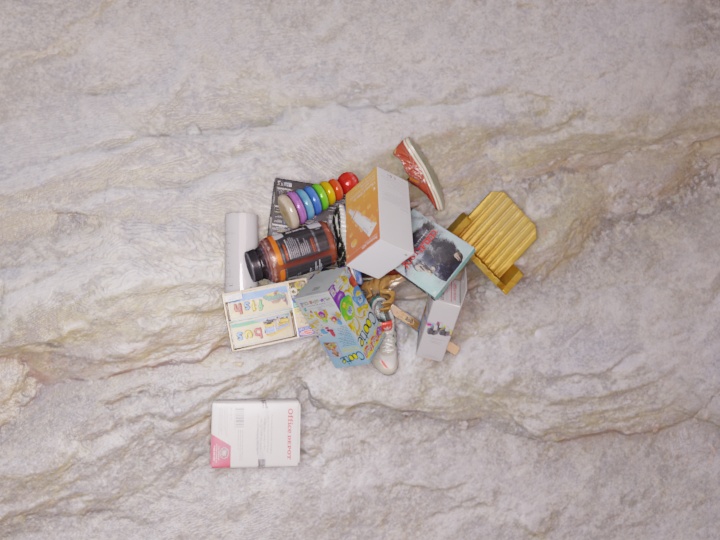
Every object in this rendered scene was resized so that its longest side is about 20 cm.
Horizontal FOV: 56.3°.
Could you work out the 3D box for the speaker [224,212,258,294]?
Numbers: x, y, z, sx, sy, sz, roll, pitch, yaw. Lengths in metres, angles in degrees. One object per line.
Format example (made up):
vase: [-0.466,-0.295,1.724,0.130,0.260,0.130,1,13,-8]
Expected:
speaker: [-0.276,-0.032,1.564,0.080,0.081,0.203,0,85,-11]

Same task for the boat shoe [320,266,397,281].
boat shoe: [0.000,0.000,1.623,0.197,0.071,0.063,1,75,-8]

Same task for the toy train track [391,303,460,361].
toy train track: [0.155,0.146,1.665,0.199,0.033,0.115,33,87,-1]

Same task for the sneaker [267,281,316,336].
sneaker: [-0.131,0.083,1.577,0.199,0.075,0.089,32,99,-6]

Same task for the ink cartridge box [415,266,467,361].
ink cartridge box: [0.186,0.093,1.550,0.067,0.116,0.202,14,119,-1]

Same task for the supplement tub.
supplement tub: [-0.158,-0.037,1.522,0.198,0.107,0.108,-18,89,-19]

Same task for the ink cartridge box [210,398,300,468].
ink cartridge box: [-0.240,0.369,1.536,0.197,0.083,0.149,2,85,-11]

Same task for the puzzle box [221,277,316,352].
puzzle box: [-0.205,0.100,1.517,0.198,0.025,0.135,-12,89,-15]

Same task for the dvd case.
dvd case: [0.140,-0.042,1.523,0.199,0.022,0.146,37,83,33]

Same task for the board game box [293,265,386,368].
board game box: [-0.043,0.107,1.525,0.201,0.104,0.103,62,39,-22]

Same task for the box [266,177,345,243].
box: [-0.119,-0.127,1.622,0.197,0.044,0.162,7,84,-11]

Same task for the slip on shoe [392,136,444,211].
slip on shoe: [0.149,-0.234,1.681,0.061,0.074,0.201,-30,99,22]

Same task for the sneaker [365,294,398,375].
sneaker: [0.052,0.152,1.608,0.069,0.093,0.203,-9,87,-12]

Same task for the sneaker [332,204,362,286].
sneaker: [-0.008,-0.059,1.569,0.088,0.079,0.203,0,73,-18]

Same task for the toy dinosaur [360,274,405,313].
toy dinosaur: [0.061,0.033,1.544,0.198,0.060,0.107,-18,63,17]

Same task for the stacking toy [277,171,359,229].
stacking toy: [-0.090,-0.173,1.572,0.198,0.085,0.086,-27,91,-16]

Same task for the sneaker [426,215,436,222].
sneaker: [0.084,-0.127,1.649,0.198,0.074,0.117,-20,92,-11]

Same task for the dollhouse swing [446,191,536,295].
dollhouse swing: [0.342,-0.083,1.657,0.176,0.182,0.200,-44,94,9]

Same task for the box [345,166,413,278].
box: [0.039,-0.106,1.501,0.097,0.124,0.202,21,51,-31]
